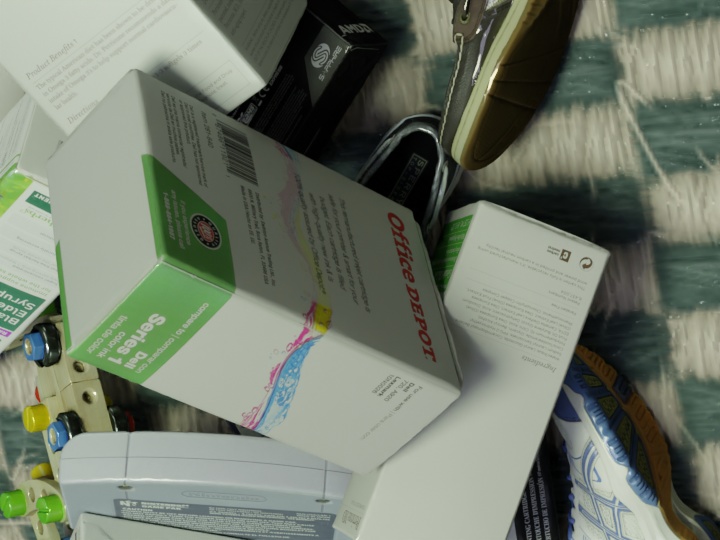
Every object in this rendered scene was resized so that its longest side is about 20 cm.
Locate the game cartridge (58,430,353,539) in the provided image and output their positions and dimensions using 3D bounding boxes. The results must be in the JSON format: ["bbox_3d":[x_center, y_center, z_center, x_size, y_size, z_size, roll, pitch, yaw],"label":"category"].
[{"bbox_3d":[-0.081,0.136,1.320,0.200,0.042,0.133,4,152,-2],"label":"game cartridge"}]

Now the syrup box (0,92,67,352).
[{"bbox_3d":[-0.211,-0.028,1.321,0.079,0.081,0.200,27,140,-22],"label":"syrup box"}]

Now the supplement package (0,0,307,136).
[{"bbox_3d":[-0.144,-0.168,1.175,0.117,0.117,0.200,-33,110,27],"label":"supplement package"}]

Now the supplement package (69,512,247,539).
[{"bbox_3d":[-0.090,0.257,1.326,0.200,0.156,0.111,12,132,-19],"label":"supplement package"}]

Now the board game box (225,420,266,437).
[{"bbox_3d":[-0.052,0.027,1.357,0.135,0.034,0.200,-28,92,31],"label":"board game box"}]

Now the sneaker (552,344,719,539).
[{"bbox_3d":[0.146,0.142,1.274,0.088,0.075,0.200,-29,92,28],"label":"sneaker"}]

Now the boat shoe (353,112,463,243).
[{"bbox_3d":[0.000,0.000,1.273,0.072,0.068,0.200,31,101,3],"label":"boat shoe"}]

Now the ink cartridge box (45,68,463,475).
[{"bbox_3d":[-0.056,0.004,1.131,0.200,0.145,0.084,26,124,-34],"label":"ink cartridge box"}]

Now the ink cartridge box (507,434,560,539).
[{"bbox_3d":[0.074,0.174,1.316,0.094,0.044,0.200,-10,105,-7],"label":"ink cartridge box"}]

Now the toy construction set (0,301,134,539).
[{"bbox_3d":[-0.210,0.098,1.437,0.200,0.092,0.131,61,146,5],"label":"toy construction set"}]

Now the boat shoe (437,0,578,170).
[{"bbox_3d":[0.083,-0.156,1.213,0.065,0.073,0.200,29,105,27],"label":"boat shoe"}]

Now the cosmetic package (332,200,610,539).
[{"bbox_3d":[0.061,0.070,1.218,0.085,0.108,0.200,22,84,-7],"label":"cosmetic package"}]

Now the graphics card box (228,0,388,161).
[{"bbox_3d":[-0.093,-0.144,1.290,0.200,0.051,0.126,41,114,20],"label":"graphics card box"}]

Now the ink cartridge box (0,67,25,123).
[{"bbox_3d":[-0.253,-0.201,1.313,0.146,0.083,0.200,33,109,33],"label":"ink cartridge box"}]
